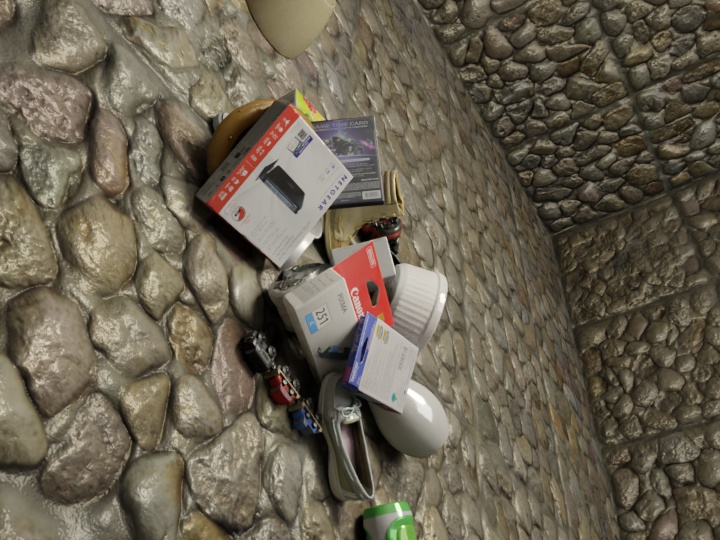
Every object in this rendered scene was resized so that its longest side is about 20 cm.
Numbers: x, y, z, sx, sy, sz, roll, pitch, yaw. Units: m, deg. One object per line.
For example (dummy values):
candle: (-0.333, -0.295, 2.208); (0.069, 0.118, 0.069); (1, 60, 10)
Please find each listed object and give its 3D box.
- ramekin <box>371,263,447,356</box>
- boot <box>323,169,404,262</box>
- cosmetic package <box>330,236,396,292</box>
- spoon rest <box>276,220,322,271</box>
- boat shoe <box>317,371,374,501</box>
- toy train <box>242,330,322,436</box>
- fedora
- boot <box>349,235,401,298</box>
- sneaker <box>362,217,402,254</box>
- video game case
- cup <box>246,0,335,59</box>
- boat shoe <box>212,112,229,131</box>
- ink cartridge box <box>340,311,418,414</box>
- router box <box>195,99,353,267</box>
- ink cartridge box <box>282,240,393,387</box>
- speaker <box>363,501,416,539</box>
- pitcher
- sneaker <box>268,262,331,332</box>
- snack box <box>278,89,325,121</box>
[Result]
ramekin: (0.079, 0.079, 1.346); (0.094, 0.203, 0.203); (25, 37, -11)
boot: (0.009, -0.095, 1.339); (0.073, 0.155, 0.201); (-51, 138, -74)
cosmetic package: (0.000, 0.000, 1.243); (0.200, 0.101, 0.072); (113, -37, -81)
spoon rest: (-0.108, -0.077, 1.243); (0.100, 0.060, 0.200); (55, 27, -26)
boat shoe: (-0.018, 0.261, 1.088); (0.074, 0.065, 0.203); (6, 75, -52)
toy train: (-0.116, 0.178, 1.036); (0.200, 0.034, 0.046); (58, 29, -20)
fedora: (-0.170, -0.193, 1.134); (0.082, 0.201, 0.201); (31, -10, 49)
boot: (0.020, -0.041, 1.434); (0.201, 0.097, 0.075); (61, 24, -14)
sneaker: (0.055, -0.068, 1.493); (0.200, 0.071, 0.098); (-169, -115, -79)
video game case: (-0.035, -0.205, 1.301); (0.019, 0.142, 0.201); (85, 0, -61)
cup: (-0.141, -0.598, 1.529); (0.200, 0.143, 0.201); (47, 30, -38)
boat shoe: (-0.174, -0.217, 1.219); (0.200, 0.067, 0.074); (42, 34, -44)
ink cartridge box: (0.028, 0.152, 1.120); (0.200, 0.042, 0.120); (42, 59, -55)
router box: (-0.132, -0.136, 1.098); (0.049, 0.200, 0.179); (30, -11, 48)
ink cartridge box: (-0.018, 0.077, 1.108); (0.045, 0.176, 0.201); (38, -26, 44)
speaker: (0.058, 0.474, 1.079); (0.088, 0.088, 0.201); (28, 45, -55)
pitcher: (0.073, 0.242, 1.295); (0.200, 0.121, 0.172); (49, 12, -12)
sneaker: (-0.096, 0.048, 1.163); (0.200, 0.078, 0.100); (-45, 128, -65)
snack box: (-0.107, -0.250, 1.403); (0.142, 0.053, 0.201); (39, 38, -45)
